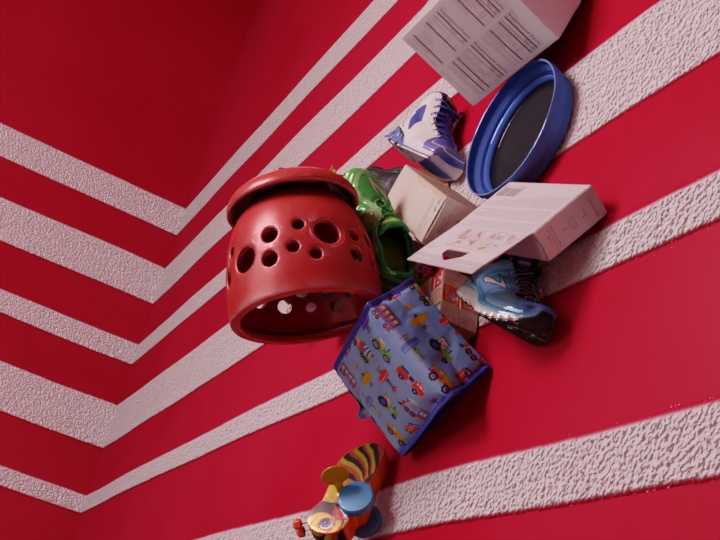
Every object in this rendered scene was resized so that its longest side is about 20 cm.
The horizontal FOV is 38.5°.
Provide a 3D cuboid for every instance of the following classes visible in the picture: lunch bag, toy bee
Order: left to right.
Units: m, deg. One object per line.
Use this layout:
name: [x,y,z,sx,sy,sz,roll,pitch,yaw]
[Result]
toy bee: [-0.030,0.306,1.322,0.200,0.108,0.132,-59,-36,-63]
lunch bag: [0.043,0.137,1.298,0.094,0.151,0.200,-27,-20,-43]

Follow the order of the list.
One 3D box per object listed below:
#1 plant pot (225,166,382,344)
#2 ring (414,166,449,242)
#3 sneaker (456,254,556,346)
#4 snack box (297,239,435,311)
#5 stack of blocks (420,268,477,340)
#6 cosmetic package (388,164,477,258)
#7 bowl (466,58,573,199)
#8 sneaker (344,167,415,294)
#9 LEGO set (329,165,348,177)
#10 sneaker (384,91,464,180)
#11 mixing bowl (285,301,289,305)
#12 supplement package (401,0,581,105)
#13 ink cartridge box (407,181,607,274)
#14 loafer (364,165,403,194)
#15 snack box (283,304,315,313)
plant pot: [-0.079,-0.019,1.334,0.200,0.199,0.184,-41,51,49]
ring: [0.081,-0.090,1.655,0.201,0.019,0.201,-51,24,34]
sneaker: [0.175,0.021,1.203,0.090,0.078,0.200,-60,20,6]
snack box: [0.000,0.000,1.487,0.143,0.199,0.053,-68,18,-6]
stack of blocks: [0.077,0.099,1.387,0.200,0.058,0.116,-46,28,44]
cosmetic package: [0.113,-0.075,1.434,0.074,0.103,0.200,-60,22,10]
bowl: [0.214,-0.185,1.391,0.201,0.039,0.202,-52,23,34]
sneaker: [0.034,-0.058,1.392,0.084,0.073,0.202,-52,52,54]
LEGO set: [-0.006,-0.067,1.587,0.154,0.115,0.202,79,-178,-74]
sneaker: [0.115,-0.221,1.611,0.115,0.080,0.199,-52,27,3]
mixing bowl: [-0.110,-0.020,1.935,0.201,0.108,0.201,-53,23,35]
supplement package: [0.191,-0.369,1.446,0.200,0.150,0.152,-34,19,56]
ink cartridge box: [0.167,-0.039,1.218,0.176,0.045,0.200,-37,15,-12]
loafer: [0.038,-0.128,1.681,0.071,0.068,0.200,-60,22,-8]
snack box: [-0.058,0.039,1.784,0.200,0.071,0.025,-42,54,48]
